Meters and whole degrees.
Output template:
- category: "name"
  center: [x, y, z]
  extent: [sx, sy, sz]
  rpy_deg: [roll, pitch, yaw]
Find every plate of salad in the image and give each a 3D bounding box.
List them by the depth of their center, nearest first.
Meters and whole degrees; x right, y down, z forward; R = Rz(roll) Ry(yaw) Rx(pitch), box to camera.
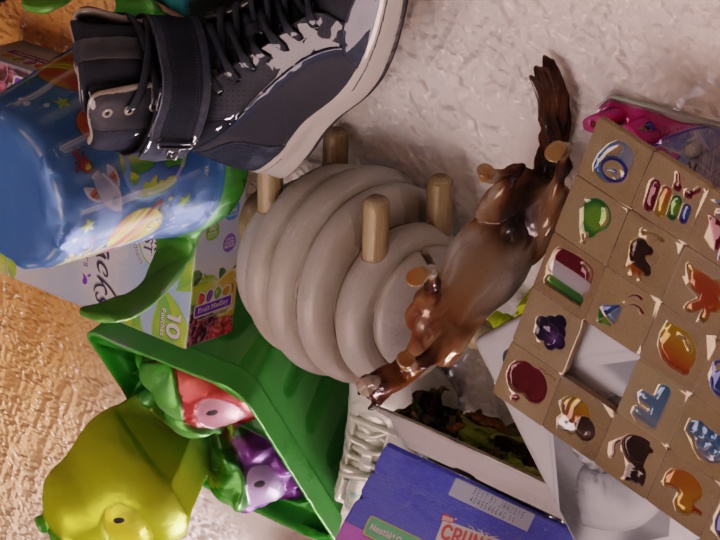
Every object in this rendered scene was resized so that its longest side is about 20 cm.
- category: "plate of salad"
  center: [0.101, 0.116, 1.461]
  extent: [0.199, 0.048, 0.200]
  rpy_deg: [26, 176, 2]

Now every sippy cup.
- category: "sippy cup"
  center: [-0.154, -0.066, 1.376]
  extent: [0.178, 0.130, 0.140]
  rpy_deg: [58, 140, 4]

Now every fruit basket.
- category: "fruit basket"
  center: [-0.109, 0.117, 1.581]
  extent: [0.155, 0.216, 0.216]
  rpy_deg: [20, 146, 32]

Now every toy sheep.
- category: "toy sheep"
  center: [0.000, 0.000, 1.382]
  extent: [0.200, 0.138, 0.138]
  rpy_deg: [30, 153, 45]

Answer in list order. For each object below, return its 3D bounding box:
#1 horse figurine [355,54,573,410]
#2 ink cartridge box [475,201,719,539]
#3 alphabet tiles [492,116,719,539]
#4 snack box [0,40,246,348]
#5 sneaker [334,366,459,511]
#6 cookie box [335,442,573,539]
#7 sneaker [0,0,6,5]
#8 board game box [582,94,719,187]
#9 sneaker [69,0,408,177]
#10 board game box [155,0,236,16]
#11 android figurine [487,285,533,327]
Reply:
- category: "horse figurine"
  center: [0.062, -0.010, 1.258]
  extent: [0.050, 0.201, 0.133]
  rpy_deg: [33, 177, 12]
- category: "ink cartridge box"
  center: [0.173, 0.082, 1.199]
  extent: [0.199, 0.041, 0.201]
  rpy_deg: [-33, 85, 42]
- category: "alphabet tiles"
  center: [0.166, 0.045, 1.159]
  extent: [0.200, 0.008, 0.168]
  rpy_deg: [35, 124, 24]
- category: "snack box"
  center: [-0.163, -0.051, 1.519]
  extent: [0.199, 0.053, 0.143]
  rpy_deg: [20, 115, 32]
- category: "sneaker"
  center: [0.020, 0.117, 1.574]
  extent: [0.070, 0.080, 0.201]
  rpy_deg: [26, 147, 28]
- category: "cookie box"
  center: [0.101, 0.191, 1.510]
  extent: [0.171, 0.076, 0.200]
  rpy_deg: [24, 172, 27]
- category: "sneaker"
  center: [-0.286, -0.183, 1.547]
  extent: [0.200, 0.078, 0.090]
  rpy_deg: [-29, 90, 57]
- category: "board game box"
  center: [0.191, 0.031, 1.210]
  extent: [0.199, 0.026, 0.201]
  rpy_deg: [19, 118, 34]
- category: "sneaker"
  center: [-0.069, -0.121, 1.256]
  extent: [0.145, 0.077, 0.202]
  rpy_deg: [8, 143, -26]
- category: "board game box"
  center: [-0.082, -0.203, 1.296]
  extent: [0.135, 0.028, 0.200]
  rpy_deg: [30, 150, 19]
- category: "android figurine"
  center: [0.160, 0.063, 1.371]
  extent: [0.199, 0.041, 0.183]
  rpy_deg: [15, 143, 36]
